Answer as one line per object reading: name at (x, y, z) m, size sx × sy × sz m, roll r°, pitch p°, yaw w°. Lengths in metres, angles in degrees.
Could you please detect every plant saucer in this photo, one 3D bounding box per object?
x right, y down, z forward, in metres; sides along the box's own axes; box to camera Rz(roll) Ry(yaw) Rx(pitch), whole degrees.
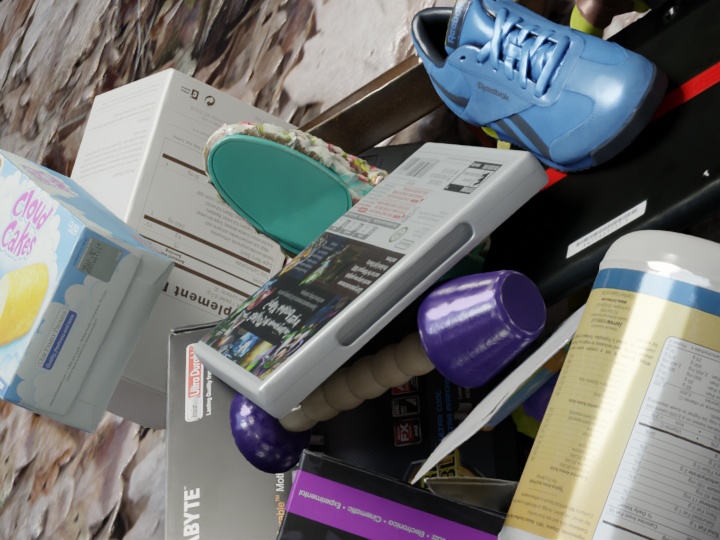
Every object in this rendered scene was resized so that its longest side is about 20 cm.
plant saucer at (0.036, -0.115, 1.480) m, size 0.199 × 0.032 × 0.200 m, roll -31°, pitch 6°, yaw 4°

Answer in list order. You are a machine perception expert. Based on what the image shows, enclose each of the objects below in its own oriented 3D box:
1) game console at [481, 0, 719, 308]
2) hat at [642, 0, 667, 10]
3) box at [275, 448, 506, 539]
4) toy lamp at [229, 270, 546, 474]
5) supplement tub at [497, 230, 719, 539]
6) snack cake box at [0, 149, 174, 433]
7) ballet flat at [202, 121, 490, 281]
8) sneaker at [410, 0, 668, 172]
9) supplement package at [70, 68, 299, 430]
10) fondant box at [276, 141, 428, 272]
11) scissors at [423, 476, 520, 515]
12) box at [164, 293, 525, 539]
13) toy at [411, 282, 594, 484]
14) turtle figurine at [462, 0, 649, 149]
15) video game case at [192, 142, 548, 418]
game console at (0.142, -0.066, 1.216) m, size 0.200 × 0.031 × 0.178 m, roll -33°, pitch 32°, yaw 40°
hat at (0.188, -0.193, 1.279) m, size 0.200 × 0.081 × 0.201 m, roll -42°, pitch -4°, yaw -4°
box at (0.009, 0.208, 1.216) m, size 0.036 × 0.142 × 0.202 m, roll 35°, pitch -107°, yaw -79°
toy lamp at (0.014, 0.051, 1.221) m, size 0.199 × 0.058 × 0.059 m, roll -31°, pitch 42°, yaw 42°
supplement tub at (0.144, 0.099, 1.056) m, size 0.144 × 0.144 × 0.201 m, roll 8°, pitch 75°, yaw 64°
snack cake box at (-0.197, 0.008, 1.477) m, size 0.116 × 0.067 × 0.200 m, roll -65°, pitch 29°, yaw 4°
ballet flat at (0.000, -0.033, 1.406) m, size 0.076 × 0.199 × 0.064 m, roll -59°, pitch 5°, yaw 27°
sneaker at (0.084, -0.104, 1.244) m, size 0.066 × 0.078 × 0.200 m, roll -54°, pitch 25°, yaw -6°
supplement package at (-0.128, -0.010, 1.570) m, size 0.121 × 0.119 × 0.202 m, roll -9°, pitch 61°, yaw 58°
fondant box at (-0.007, 0.000, 1.533) m, size 0.200 × 0.058 × 0.145 m, roll 0°, pitch 69°, yaw 62°
scissors at (0.077, 0.100, 1.103) m, size 0.014 × 0.200 × 0.074 m, roll 17°, pitch 74°, yaw 32°
box at (-0.009, 0.104, 1.321) m, size 0.197 × 0.050 × 0.201 m, roll -8°, pitch 47°, yaw 7°
toy at (0.107, 0.047, 1.197) m, size 0.115 × 0.047 × 0.200 m, roll -46°, pitch 0°, yaw 28°
turtle figurine at (0.110, -0.090, 1.378) m, size 0.162 × 0.064 × 0.200 m, roll -56°, pitch 27°, yaw 20°
video game case at (0.000, 0.000, 1.265) m, size 0.182 × 0.023 × 0.200 m, roll -41°, pitch 12°, yaw -7°
